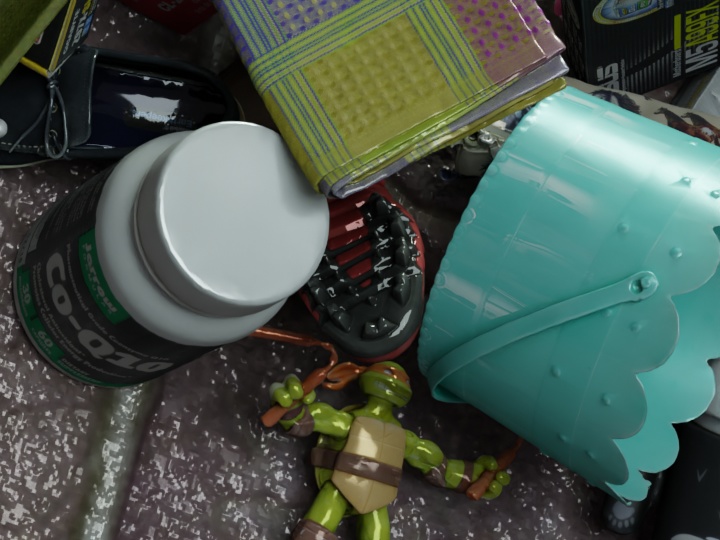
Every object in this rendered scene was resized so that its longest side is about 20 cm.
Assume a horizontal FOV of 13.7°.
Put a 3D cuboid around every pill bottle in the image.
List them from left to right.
[{"bbox_3d":[-0.099,-0.009,1.565,0.113,0.200,0.114,6,75,-24],"label":"pill bottle"}]

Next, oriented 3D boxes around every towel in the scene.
[{"bbox_3d":[0.003,-0.137,1.520,0.143,0.023,0.200,-29,60,-2],"label":"towel"}]

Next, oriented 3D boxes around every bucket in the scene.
[{"bbox_3d":[0.129,0.010,1.596,0.135,0.207,0.207,27,65,16],"label":"bucket"}]

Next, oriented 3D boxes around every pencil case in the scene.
[{"bbox_3d":[0.148,-0.063,1.719,0.199,0.078,0.090,17,34,9],"label":"pencil case"}]

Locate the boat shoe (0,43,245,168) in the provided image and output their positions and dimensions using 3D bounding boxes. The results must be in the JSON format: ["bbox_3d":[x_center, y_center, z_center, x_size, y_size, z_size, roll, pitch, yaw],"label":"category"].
[{"bbox_3d":[-0.159,-0.091,1.618,0.199,0.062,0.075,6,76,-7],"label":"boat shoe"}]

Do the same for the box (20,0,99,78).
[{"bbox_3d":[-0.193,-0.219,1.534,0.159,0.200,0.049,30,41,7],"label":"box"}]

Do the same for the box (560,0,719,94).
[{"bbox_3d":[0.194,-0.168,1.711,0.160,0.200,0.044,-21,72,-1],"label":"box"}]

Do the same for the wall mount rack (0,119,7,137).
[{"bbox_3d":[-0.293,-0.076,1.556,0.174,0.075,0.200,40,66,-9],"label":"wall mount rack"}]

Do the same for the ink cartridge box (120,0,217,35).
[{"bbox_3d":[-0.144,-0.246,1.662,0.200,0.083,0.146,27,70,-19],"label":"ink cartridge box"}]

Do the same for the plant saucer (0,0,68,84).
[{"bbox_3d":[-0.237,-0.180,1.495,0.200,0.200,0.048,40,24,-5],"label":"plant saucer"}]

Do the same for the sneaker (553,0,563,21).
[{"bbox_3d":[0.197,-0.213,1.817,0.199,0.081,0.089,-11,80,-31],"label":"sneaker"}]

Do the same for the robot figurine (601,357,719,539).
[{"bbox_3d":[0.233,0.136,1.719,0.150,0.125,0.201,6,100,-33],"label":"robot figurine"}]

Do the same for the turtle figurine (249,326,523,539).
[{"bbox_3d":[-0.008,0.114,1.657,0.200,0.064,0.162,22,78,-32],"label":"turtle figurine"}]

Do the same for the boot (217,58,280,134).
[{"bbox_3d":[-0.002,-0.135,1.624,0.186,0.200,0.064,-26,82,-10],"label":"boot"}]

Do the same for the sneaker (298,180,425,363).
[{"bbox_3d":[0.000,0.000,1.610,0.071,0.201,0.098,-23,123,-1],"label":"sneaker"}]

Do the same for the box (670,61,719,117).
[{"bbox_3d":[0.239,-0.031,1.815,0.158,0.048,0.200,41,65,-12],"label":"box"}]
